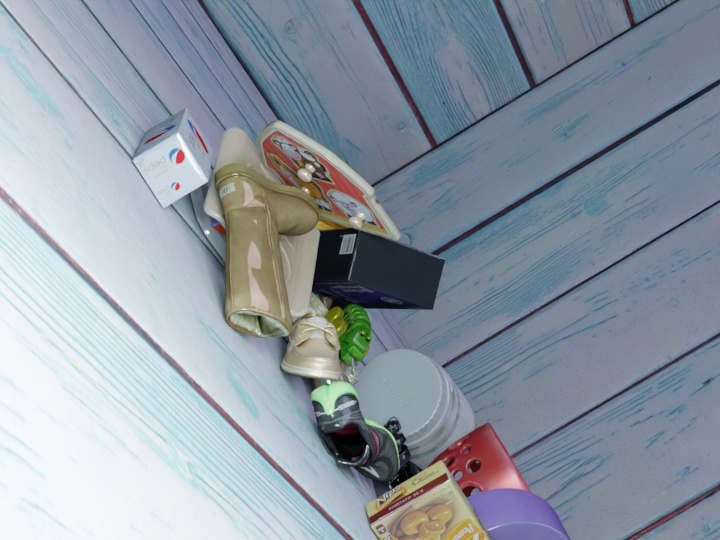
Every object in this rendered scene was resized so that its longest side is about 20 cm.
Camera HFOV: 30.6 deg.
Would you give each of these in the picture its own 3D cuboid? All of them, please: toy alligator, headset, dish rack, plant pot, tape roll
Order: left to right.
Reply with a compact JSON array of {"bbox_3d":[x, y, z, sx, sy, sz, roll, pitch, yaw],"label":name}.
[{"bbox_3d":[-0.169,-0.054,1.759,0.172,0.043,0.200,57,5,-33],"label":"dish rack"},{"bbox_3d":[-0.007,0.091,1.807,0.059,0.054,0.200,45,10,-22],"label":"toy alligator"},{"bbox_3d":[0.036,0.280,1.832,0.200,0.094,0.124,-86,152,-57],"label":"headset"},{"bbox_3d":[0.164,0.351,1.921,0.201,0.182,0.200,58,4,-7],"label":"plant pot"},{"bbox_3d":[0.192,0.402,1.779,0.200,0.199,0.085,57,5,-25],"label":"tape roll"}]

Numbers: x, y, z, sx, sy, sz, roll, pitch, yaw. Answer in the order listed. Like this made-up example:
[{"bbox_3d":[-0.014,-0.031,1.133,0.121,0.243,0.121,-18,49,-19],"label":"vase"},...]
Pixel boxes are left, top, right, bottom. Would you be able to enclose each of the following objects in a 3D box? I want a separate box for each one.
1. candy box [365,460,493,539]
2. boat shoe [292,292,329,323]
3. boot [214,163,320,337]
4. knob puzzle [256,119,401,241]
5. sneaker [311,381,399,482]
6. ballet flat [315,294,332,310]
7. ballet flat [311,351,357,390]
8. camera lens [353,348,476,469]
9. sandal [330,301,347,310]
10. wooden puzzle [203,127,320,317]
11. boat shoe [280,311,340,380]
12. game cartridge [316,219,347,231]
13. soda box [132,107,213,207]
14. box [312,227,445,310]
[{"bbox_3d":[0.105,0.351,1.657,0.200,0.115,0.055,58,5,-21],"label":"candy box"},{"bbox_3d":[-0.105,0.009,1.941,0.200,0.063,0.073,62,5,32],"label":"boat shoe"},{"bbox_3d":[-0.105,-0.010,1.557,0.175,0.066,0.201,22,48,-43],"label":"boot"},{"bbox_3d":[-0.060,-0.110,1.634,0.219,0.031,0.220,33,-17,12],"label":"knob puzzle"},{"bbox_3d":[-0.010,0.219,1.645,0.200,0.076,0.084,53,26,-45],"label":"sneaker"},{"bbox_3d":[-0.074,0.007,2.013,0.200,0.072,0.068,42,-47,51],"label":"ballet flat"},{"bbox_3d":[-0.041,0.124,1.838,0.200,0.068,0.068,-102,169,-82],"label":"ballet flat"},{"bbox_3d":[0.086,0.225,2.042,0.160,0.160,0.200,62,4,32],"label":"camera lens"},{"bbox_3d":[-0.029,0.062,2.030,0.048,0.075,0.201,23,56,-43],"label":"sandal"},{"bbox_3d":[-0.131,-0.058,1.678,0.200,0.046,0.186,51,27,-31],"label":"wooden puzzle"},{"bbox_3d":[-0.062,0.091,1.660,0.200,0.073,0.070,-139,-121,-78],"label":"boat shoe"},{"bbox_3d":[-0.084,-0.069,1.919,0.199,0.033,0.176,17,-6,39],"label":"game cartridge"},{"bbox_3d":[-0.221,-0.138,1.566,0.068,0.063,0.200,59,4,-15],"label":"soda box"},{"bbox_3d":[0.000,0.000,1.807,0.141,0.079,0.200,17,-9,-28],"label":"box"}]
